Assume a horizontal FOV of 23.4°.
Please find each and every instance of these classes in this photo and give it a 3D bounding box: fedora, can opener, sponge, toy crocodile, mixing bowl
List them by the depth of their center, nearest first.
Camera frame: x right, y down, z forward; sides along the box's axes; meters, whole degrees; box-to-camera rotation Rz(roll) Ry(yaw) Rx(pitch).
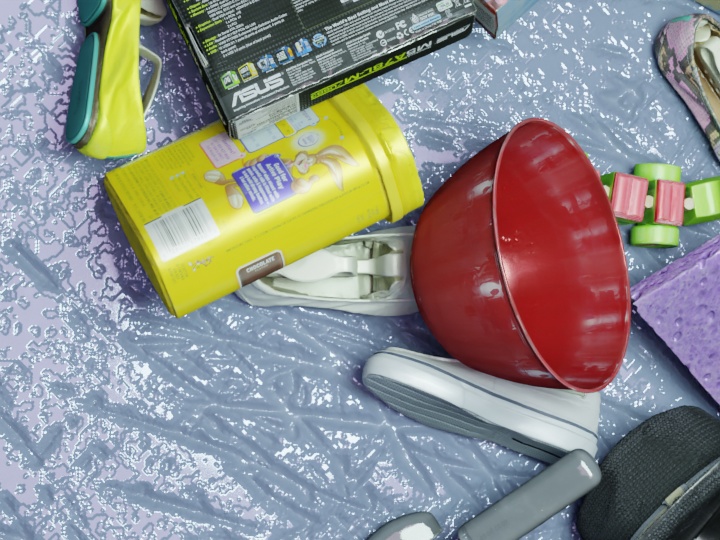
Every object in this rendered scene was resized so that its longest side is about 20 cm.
[{"bbox_3d":[0.105,0.000,1.271,0.200,0.108,0.202,28,55,-50],"label":"mixing bowl"},{"bbox_3d":[0.085,0.185,1.309,0.199,0.053,0.067,-35,80,5],"label":"can opener"},{"bbox_3d":[0.235,0.176,1.333,0.200,0.201,0.092,-35,59,-12],"label":"fedora"},{"bbox_3d":[0.310,0.056,1.345,0.111,0.030,0.200,-35,115,20],"label":"sponge"},{"bbox_3d":[0.199,-0.057,1.367,0.198,0.062,0.068,5,85,-11],"label":"toy crocodile"}]

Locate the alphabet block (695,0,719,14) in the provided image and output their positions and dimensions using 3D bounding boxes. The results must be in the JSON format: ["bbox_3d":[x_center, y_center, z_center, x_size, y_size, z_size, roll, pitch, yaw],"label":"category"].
[{"bbox_3d":[0.340,-0.309,1.343,0.194,0.200,0.198,24,82,-9],"label":"alphabet block"}]

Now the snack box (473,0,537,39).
[{"bbox_3d":[0.095,-0.308,1.326,0.169,0.068,0.200,-43,77,-7],"label":"snack box"}]

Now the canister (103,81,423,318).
[{"bbox_3d":[-0.074,-0.060,1.266,0.199,0.149,0.087,-26,128,-10],"label":"canister"}]

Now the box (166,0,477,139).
[{"bbox_3d":[-0.044,-0.222,1.254,0.199,0.048,0.194,-25,76,-7],"label":"box"}]

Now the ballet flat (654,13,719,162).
[{"bbox_3d":[0.311,-0.121,1.390,0.069,0.071,0.201,-38,95,-13],"label":"ballet flat"}]

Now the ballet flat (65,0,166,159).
[{"bbox_3d":[-0.178,-0.177,1.290,0.067,0.067,0.202,10,74,-29],"label":"ballet flat"}]

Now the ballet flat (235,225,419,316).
[{"bbox_3d":[0.000,0.000,1.318,0.198,0.069,0.070,-2,87,-13],"label":"ballet flat"}]

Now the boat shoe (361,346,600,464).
[{"bbox_3d":[0.095,0.091,1.339,0.199,0.073,0.067,24,67,-19],"label":"boat shoe"}]
